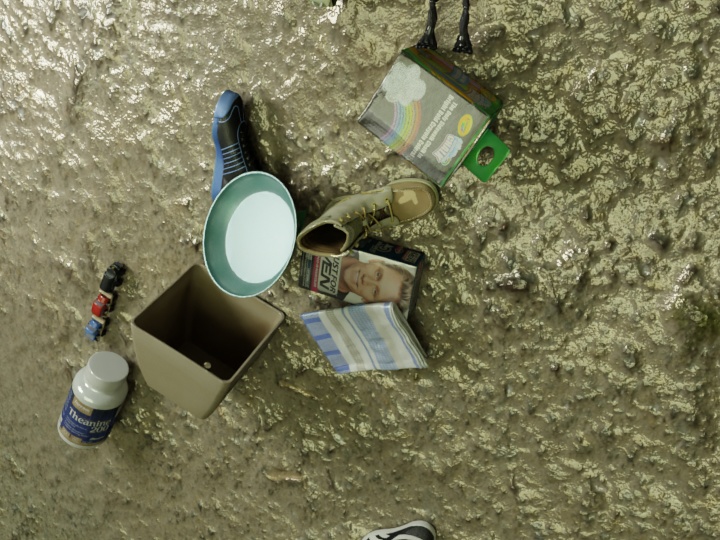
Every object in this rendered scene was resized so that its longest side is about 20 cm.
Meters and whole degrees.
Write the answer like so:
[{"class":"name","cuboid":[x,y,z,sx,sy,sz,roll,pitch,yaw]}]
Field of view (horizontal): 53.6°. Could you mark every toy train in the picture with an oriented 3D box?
[{"class":"toy train","cuboid":[-0.512,0.069,1.420,0.034,0.046,0.201,31,119,6]}]

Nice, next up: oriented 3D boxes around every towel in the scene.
[{"class":"towel","cuboid":[0.006,0.119,1.215,0.198,0.024,0.148,-8,125,35]}]

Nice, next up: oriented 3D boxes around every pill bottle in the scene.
[{"class":"pill bottle","cuboid":[-0.550,0.267,1.481,0.110,0.111,0.201,34,120,4]}]

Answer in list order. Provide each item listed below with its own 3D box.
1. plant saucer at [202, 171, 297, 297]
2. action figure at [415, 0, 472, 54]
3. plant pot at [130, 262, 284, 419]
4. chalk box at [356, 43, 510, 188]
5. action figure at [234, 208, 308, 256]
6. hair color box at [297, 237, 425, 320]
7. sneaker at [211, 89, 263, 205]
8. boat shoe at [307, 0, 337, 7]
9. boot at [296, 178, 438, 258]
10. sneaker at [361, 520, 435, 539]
[{"class":"plant saucer","cuboid":[-0.169,-0.055,1.139,0.198,0.036,0.203,-6,79,33]},{"class":"action figure","cuboid":[0.130,-0.393,0.940,0.117,0.102,0.202,6,108,-1]},{"class":"plant pot","cuboid":[-0.284,0.145,1.292,0.199,0.200,0.178,30,130,7]},{"class":"chalk box","cuboid":[0.119,-0.211,1.015,0.199,0.124,0.125,38,119,1]},{"class":"action figure","cuboid":[-0.184,-0.044,1.222,0.199,0.119,0.055,-21,118,38]},{"class":"hair color box","cuboid":[0.000,0.000,1.185,0.198,0.061,0.101,15,117,14]},{"class":"sneaker","cuboid":[-0.199,-0.194,1.179,0.077,0.070,0.202,16,123,11]},{"class":"boat shoe","cuboid":[-0.049,-0.411,1.024,0.197,0.072,0.063,1,110,18]},{"class":"boot","cuboid":[0.013,-0.078,1.092,0.198,0.155,0.073,-9,109,24]},{"class":"sneaker","cuboid":[0.048,0.556,1.371,0.199,0.112,0.073,-36,96,29]}]
